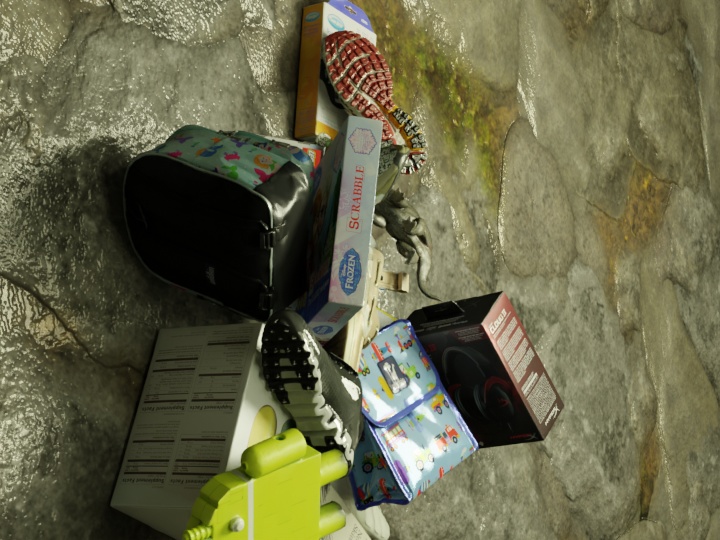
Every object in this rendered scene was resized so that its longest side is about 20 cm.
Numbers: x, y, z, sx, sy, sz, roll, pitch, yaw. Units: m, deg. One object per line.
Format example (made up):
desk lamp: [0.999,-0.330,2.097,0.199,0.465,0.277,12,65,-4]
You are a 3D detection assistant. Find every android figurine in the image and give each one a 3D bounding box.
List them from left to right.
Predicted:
android figurine: [-0.094,0.247,1.353,0.199,0.041,0.184,-16,117,-41]

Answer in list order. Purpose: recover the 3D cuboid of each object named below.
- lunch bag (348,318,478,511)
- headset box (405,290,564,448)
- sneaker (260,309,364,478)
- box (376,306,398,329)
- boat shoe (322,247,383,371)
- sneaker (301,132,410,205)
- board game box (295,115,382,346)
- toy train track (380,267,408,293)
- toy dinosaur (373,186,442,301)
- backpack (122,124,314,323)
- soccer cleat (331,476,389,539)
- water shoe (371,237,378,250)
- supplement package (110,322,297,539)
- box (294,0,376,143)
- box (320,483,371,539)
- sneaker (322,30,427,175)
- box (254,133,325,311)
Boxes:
lunch bag: [0.034,0.161,1.658,0.150,0.094,0.202,-29,98,-45]
headset box: [0.142,0.121,1.729,0.075,0.148,0.201,-49,117,-45]
sneaker: [-0.044,0.113,1.427,0.091,0.066,0.202,-55,133,-47]
box: [0.054,0.134,1.773,0.199,0.048,0.119,31,57,-38]
boat shoe: [-0.007,0.059,1.581,0.064,0.072,0.202,21,59,-28]
sneaker: [-0.017,-0.131,1.669,0.088,0.199,0.078,33,72,-28]
board game box: [-0.027,-0.037,1.486,0.041,0.200,0.202,9,73,-11]
toy train track: [0.000,0.000,1.683,0.199,0.032,0.116,14,74,-48]
toy dinosaur: [0.057,-0.053,1.742,0.200,0.077,0.102,46,12,11]
backpack: [-0.146,-0.059,1.444,0.151,0.198,0.179,-49,148,-49]
soccer cleat: [-0.008,0.263,1.698,0.078,0.069,0.200,-43,124,-8]
water shoe: [-0.054,-0.056,1.711,0.079,0.071,0.200,-51,128,-14]
supplement package: [-0.140,0.180,1.464,0.152,0.149,0.202,40,55,-46]
box: [-0.030,-0.250,1.780,0.119,0.041,0.203,22,65,-52]
box: [-0.069,0.286,1.622,0.201,0.068,0.083,56,44,-33]
sneaker: [0.005,-0.205,1.738,0.077,0.082,0.202,-29,96,-21]
box: [-0.105,-0.054,1.594,0.109,0.035,0.202,9,74,-11]
